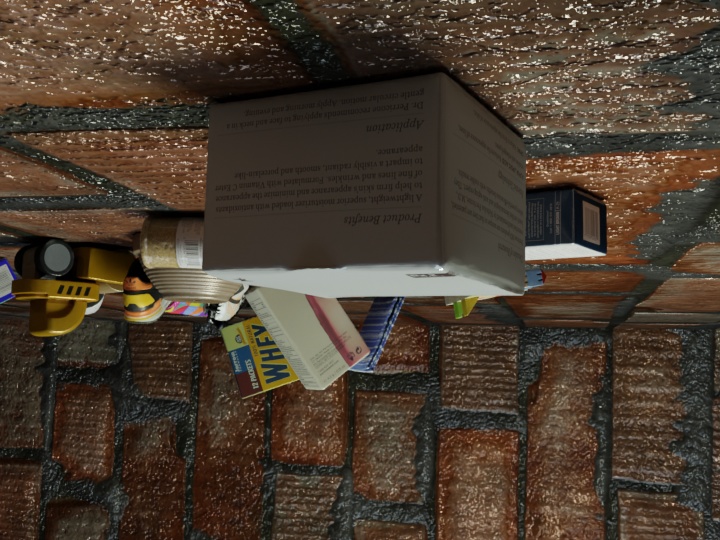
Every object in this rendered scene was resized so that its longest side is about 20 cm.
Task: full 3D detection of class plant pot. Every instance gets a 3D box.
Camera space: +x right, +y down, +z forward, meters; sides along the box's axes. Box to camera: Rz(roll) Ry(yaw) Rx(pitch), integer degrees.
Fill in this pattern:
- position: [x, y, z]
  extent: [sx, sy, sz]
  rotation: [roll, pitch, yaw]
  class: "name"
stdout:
- position: [-0.249, 0.000, 1.372]
  extent: [0.195, 0.095, 0.201]
  rotation: [2, 173, 0]
  class: "plant pot"

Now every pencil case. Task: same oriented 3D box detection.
- position: [-0.352, 0.046, 1.848]
  extent: [0.086, 0.091, 0.199]
  rotation: [-1, 171, 21]
  class: "pencil case"

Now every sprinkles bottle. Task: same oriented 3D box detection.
- position: [-0.182, -0.035, 1.164]
  extent: [0.195, 0.070, 0.068]
  rotation: [2, 173, 5]
  class: "sprinkles bottle"

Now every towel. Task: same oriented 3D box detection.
- position: [0.031, 0.080, 1.570]
  extent: [0.024, 0.203, 0.144]
  rotation: [27, 168, -14]
  class: "towel"

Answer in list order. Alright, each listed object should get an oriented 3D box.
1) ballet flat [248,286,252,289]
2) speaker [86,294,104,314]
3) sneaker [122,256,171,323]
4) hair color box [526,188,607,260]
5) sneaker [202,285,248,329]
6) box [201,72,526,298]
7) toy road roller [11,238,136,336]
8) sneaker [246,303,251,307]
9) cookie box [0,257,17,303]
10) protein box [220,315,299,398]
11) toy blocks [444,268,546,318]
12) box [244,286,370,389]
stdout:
- position: [-0.189, 0.027, 1.700]
  extent: [0.195, 0.067, 0.070]
  rotation: [0, 178, 19]
  class: "ballet flat"
- position: [-0.577, 0.047, 1.892]
  extent: [0.079, 0.083, 0.200]
  rotation: [3, 173, -17]
  class: "speaker"
- position: [-0.335, 0.004, 1.468]
  extent: [0.068, 0.092, 0.201]
  rotation: [2, -153, 6]
  class: "sneaker"
- position: [0.168, -0.046, 1.019]
  extent: [0.196, 0.062, 0.099]
  rotation: [-4, 171, 36]
  class: "hair color box"
- position: [-0.246, 0.047, 1.620]
  extent: [0.073, 0.081, 0.201]
  rotation: [32, 157, 12]
  class: "sneaker"
- position: [0.011, -0.052, 0.706]
  extent: [0.195, 0.134, 0.199]
  rotation: [-1, 173, 27]
  class: "box"
- position: [-0.469, 0.034, 1.473]
  extent: [0.197, 0.150, 0.121]
  rotation: [7, 171, -41]
  class: "toy road roller"
- position: [-0.234, 0.043, 1.831]
  extent: [0.197, 0.071, 0.099]
  rotation: [7, 174, -35]
  class: "sneaker"
- position: [-0.753, 0.052, 1.702]
  extent: [0.170, 0.077, 0.198]
  rotation: [-32, -165, -34]
  class: "cookie box"
- position: [-0.145, 0.139, 1.744]
  extent: [0.194, 0.138, 0.200]
  rotation: [-18, 180, 3]
  class: "protein box"
- position: [0.215, 0.015, 1.463]
  extent: [0.133, 0.103, 0.200]
  rotation: [-9, 175, -10]
  class: "toy blocks"
- position: [-0.092, 0.088, 1.522]
  extent: [0.108, 0.202, 0.128]
  rotation: [-35, -175, -17]
  class: "box"
